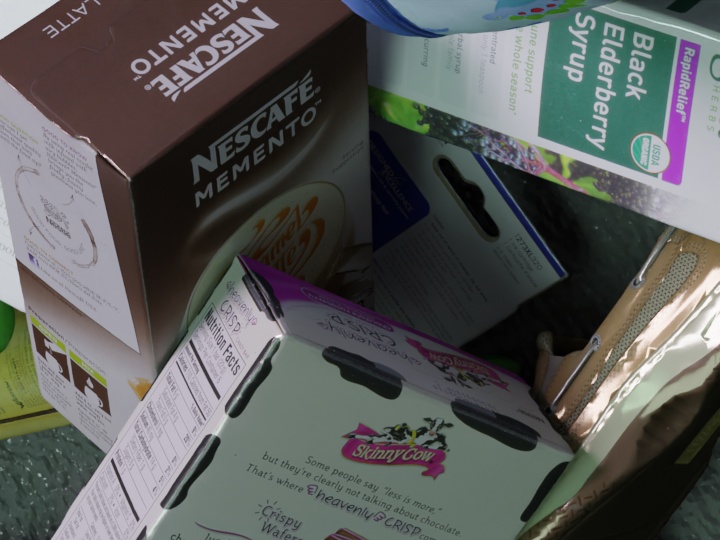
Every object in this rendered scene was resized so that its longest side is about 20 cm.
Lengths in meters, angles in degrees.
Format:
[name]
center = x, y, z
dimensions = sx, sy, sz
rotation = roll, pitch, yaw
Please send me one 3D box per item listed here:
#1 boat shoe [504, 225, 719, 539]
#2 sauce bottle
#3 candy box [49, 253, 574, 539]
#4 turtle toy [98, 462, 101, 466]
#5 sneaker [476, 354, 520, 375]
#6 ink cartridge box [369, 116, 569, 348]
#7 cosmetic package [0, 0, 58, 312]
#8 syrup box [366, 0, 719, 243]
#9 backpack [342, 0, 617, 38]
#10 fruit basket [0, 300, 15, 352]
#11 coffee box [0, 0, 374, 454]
[boat shoe]
center = 0.092, 0.053, 1.069
dimensions = 0.200, 0.072, 0.076
rotation = -49, 59, 12
[sauce bottle]
center = -0.167, 0.044, 1.277
dimensions = 0.200, 0.066, 0.066
rotation = -12, 107, 39
[candy box]
center = -0.036, 0.108, 1.033
dimensions = 0.200, 0.136, 0.061
rotation = -55, 33, 16
[turtle toy]
center = -0.033, 0.147, 1.161
dimensions = 0.146, 0.101, 0.200
rotation = -45, 82, 8
[sneaker]
center = 0.086, 0.120, 1.127
dimensions = 0.200, 0.078, 0.085
rotation = 46, 130, 5
[ink cartridge box]
center = 0.000, 0.000, 1.151
dimensions = 0.200, 0.037, 0.095
rotation = -34, 91, 45
[cosmetic package]
center = -0.116, -0.093, 1.091
dimensions = 0.102, 0.074, 0.200
rotation = 28, 120, 2
[syrup box]
center = 0.081, -0.084, 1.013
dimensions = 0.200, 0.081, 0.079
rotation = 22, 127, 26
[backpack]
center = 0.045, -0.169, 0.910
dimensions = 0.147, 0.200, 0.183
rotation = -6, 112, 38
[fruit basket]
center = -0.231, -0.010, 1.200
dimensions = 0.216, 0.216, 0.156
rotation = -19, 102, 41
[coffee box]
center = -0.062, -0.021, 1.039
dimensions = 0.080, 0.114, 0.200
rotation = 39, 153, 26
